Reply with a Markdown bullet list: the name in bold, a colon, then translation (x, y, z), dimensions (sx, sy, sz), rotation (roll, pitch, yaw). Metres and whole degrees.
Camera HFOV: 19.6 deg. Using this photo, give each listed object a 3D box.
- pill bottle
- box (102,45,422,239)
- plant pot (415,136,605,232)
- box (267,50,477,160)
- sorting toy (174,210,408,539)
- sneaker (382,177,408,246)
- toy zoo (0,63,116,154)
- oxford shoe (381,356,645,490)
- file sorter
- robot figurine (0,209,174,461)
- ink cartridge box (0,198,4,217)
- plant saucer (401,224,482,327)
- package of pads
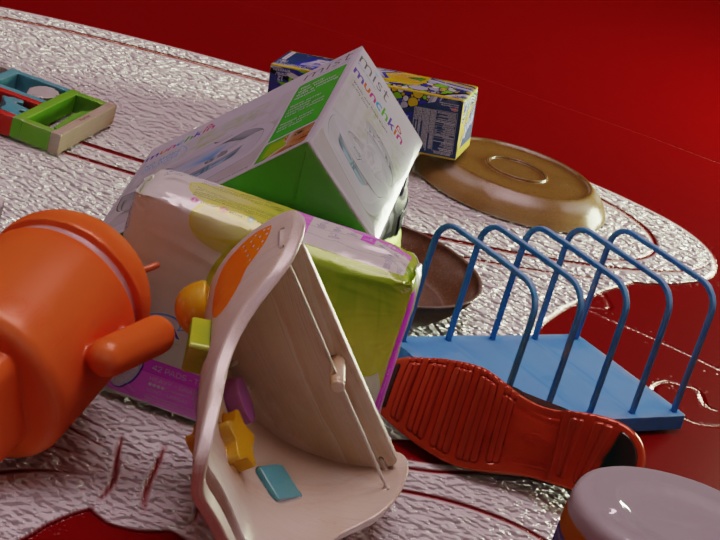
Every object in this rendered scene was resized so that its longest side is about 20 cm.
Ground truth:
- **pill bottle**: translation (0.127, 0.207, 1.023), dimensions (0.112, 0.200, 0.112), rotation (15, 19, -5)
- **box**: translation (-0.073, -0.052, 1.503), dimensions (0.097, 0.200, 0.177), rotation (57, 27, -19)
- **plant pot**: translation (0.154, -0.092, 2.082), dimensions (0.200, 0.028, 0.200), rotation (16, 20, -6)
- **box**: translation (0.010, -0.164, 2.061), dimensions (0.200, 0.064, 0.070), rotation (13, 19, 12)
- **sorting toy**: translation (-0.060, 0.101, 1.241), dimensions (0.107, 0.200, 0.180), rotation (-13, 31, 17)
- **sneaker**: translation (-0.014, -0.038, 1.621), dimensions (0.074, 0.081, 0.200), rotation (21, 20, 11)
- **toy zoo**: translation (-0.335, -0.160, 1.874), dimensions (0.200, 0.020, 0.131), rotation (20, 20, 9)
- **oxford shoe**: translation (0.104, 0.116, 1.470), dimensions (0.200, 0.071, 0.073), rotation (21, -6, 14)
- **file sorter**: translation (0.150, 0.040, 1.596), dimensions (0.200, 0.123, 0.139), rotation (0, 25, -38)
- **robot figurine**: translation (-0.202, 0.038, 1.288), dimensions (0.117, 0.144, 0.200), rotation (51, 38, -13)
- **ink cartridge box**: translation (-0.322, -0.019, 1.446), dimensions (0.116, 0.068, 0.200), rotation (17, 20, -1)
- **plant saucer**: translation (0.000, 0.000, 1.704), dimensions (0.200, 0.037, 0.200), rotation (14, 21, -6)
- **package of pads**: translation (-0.071, 0.031, 1.393), dimensions (0.200, 0.155, 0.068), rotation (18, 20, 3)
